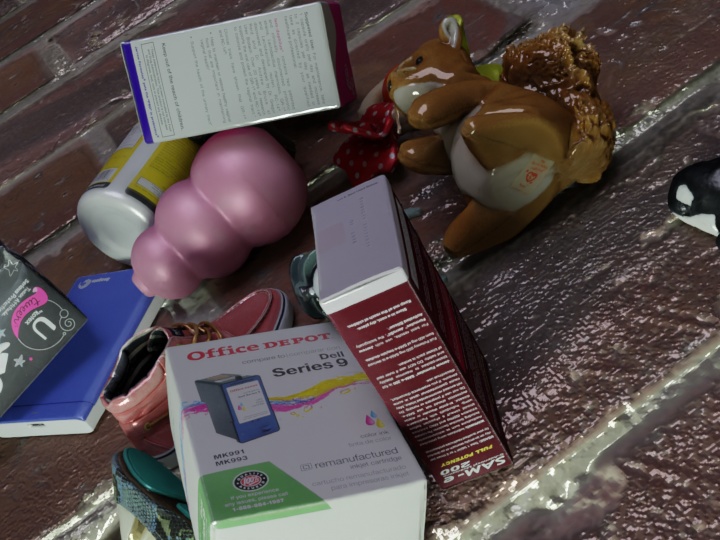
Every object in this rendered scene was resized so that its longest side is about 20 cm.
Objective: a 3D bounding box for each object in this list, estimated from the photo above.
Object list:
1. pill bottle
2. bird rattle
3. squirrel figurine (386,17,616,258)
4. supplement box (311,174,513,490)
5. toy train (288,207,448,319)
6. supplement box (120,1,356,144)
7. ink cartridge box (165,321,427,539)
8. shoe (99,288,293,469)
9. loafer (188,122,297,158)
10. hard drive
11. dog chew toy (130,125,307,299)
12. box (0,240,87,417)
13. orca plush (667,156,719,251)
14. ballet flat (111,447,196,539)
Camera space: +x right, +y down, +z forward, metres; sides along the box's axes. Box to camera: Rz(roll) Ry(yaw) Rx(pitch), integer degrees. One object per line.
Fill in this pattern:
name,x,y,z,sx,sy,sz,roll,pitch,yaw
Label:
pill bottle,-0.223,-0.109,1.185,0.111,0.112,0.201,-3,44,33
bird rattle,0.055,-0.172,1.107,0.200,0.113,0.163,-37,22,14
squirrel figurine,0.122,-0.143,0.945,0.199,0.142,0.187,-19,47,-13
supplement box,0.037,0.046,0.733,0.061,0.201,0.109,-24,36,12
toy train,0.000,0.000,0.868,0.113,0.086,0.200,-22,3,-5
supplement box,-0.114,-0.194,1.029,0.198,0.104,0.101,-10,12,12
ink cartridge box,-0.054,0.130,0.752,0.144,0.088,0.200,-7,30,-15
shoe,-0.140,0.070,0.926,0.071,0.091,0.200,10,52,43
loafer,-0.149,-0.169,1.151,0.073,0.200,0.071,-32,18,45
hard drive,-0.281,0.080,1.075,0.131,0.025,0.201,-8,42,29
dog chew toy,-0.149,-0.051,1.062,0.200,0.125,0.125,-43,36,-3
box,-0.384,0.077,1.036,0.200,0.115,0.132,-49,24,-10
orca plush,0.310,-0.058,0.772,0.105,0.071,0.200,-40,36,-12
ballet flat,-0.149,0.200,0.805,0.074,0.074,0.200,-44,34,-18
